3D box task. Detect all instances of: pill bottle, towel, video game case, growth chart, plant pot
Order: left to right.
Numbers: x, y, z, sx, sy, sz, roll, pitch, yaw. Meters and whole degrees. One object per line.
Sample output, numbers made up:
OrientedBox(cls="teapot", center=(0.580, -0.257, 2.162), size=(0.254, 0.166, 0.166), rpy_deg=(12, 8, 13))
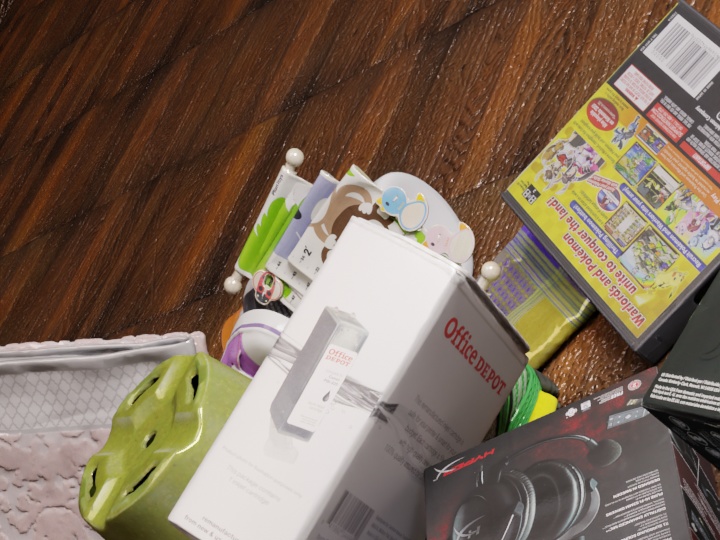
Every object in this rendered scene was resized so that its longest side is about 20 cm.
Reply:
OrientedBox(cls="towel", center=(-0.186, 0.143, 1.303), size=(0.198, 0.193, 0.032), rpy_deg=(-5, 15, 18))
OrientedBox(cls="plant pot", center=(-0.076, 0.155, 1.180), size=(0.200, 0.184, 0.201), rpy_deg=(-40, 25, 24))
OrientedBox(cls="pill bottle", center=(-0.018, 0.019, 1.366), size=(0.199, 0.106, 0.107), rpy_deg=(-35, 28, 33))
OrientedBox(cls="growth chart", center=(0.000, 0.000, 1.277), size=(0.018, 0.199, 0.146), rpy_deg=(-14, -48, -56))
OrientedBox(cls="towel", center=(0.140, -0.012, 1.230), size=(0.200, 0.023, 0.144), rpy_deg=(-47, 23, 10))
OrientedBox(cls="video game case", center=(0.196, -0.062, 1.147), size=(0.181, 0.025, 0.200), rpy_deg=(-47, 37, 9))

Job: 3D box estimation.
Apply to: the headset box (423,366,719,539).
OrientedBox(cls="headset box", center=(0.114, 0.163, 0.921), size=(0.148, 0.077, 0.201), rpy_deg=(-26, 30, 18))

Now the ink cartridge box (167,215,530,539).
OrientedBox(cls="ink cartridge box", center=(-0.001, 0.092, 1.017), size=(0.084, 0.146, 0.201), rpy_deg=(29, 81, 29))

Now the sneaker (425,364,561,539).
OrientedBox(cls="sneaker", center=(0.051, 0.131, 1.108), size=(0.078, 0.085, 0.201), rpy_deg=(-22, 37, 48))

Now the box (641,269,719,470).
OrientedBox(cls="box", center=(0.255, 0.024, 0.812), size=(0.201, 0.148, 0.124), rpy_deg=(-57, 23, -11))

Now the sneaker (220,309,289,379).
OrientedBox(cls="sneaker", center=(-0.092, 0.112, 1.322), size=(0.115, 0.072, 0.201), rpy_deg=(-63, 4, -33))
